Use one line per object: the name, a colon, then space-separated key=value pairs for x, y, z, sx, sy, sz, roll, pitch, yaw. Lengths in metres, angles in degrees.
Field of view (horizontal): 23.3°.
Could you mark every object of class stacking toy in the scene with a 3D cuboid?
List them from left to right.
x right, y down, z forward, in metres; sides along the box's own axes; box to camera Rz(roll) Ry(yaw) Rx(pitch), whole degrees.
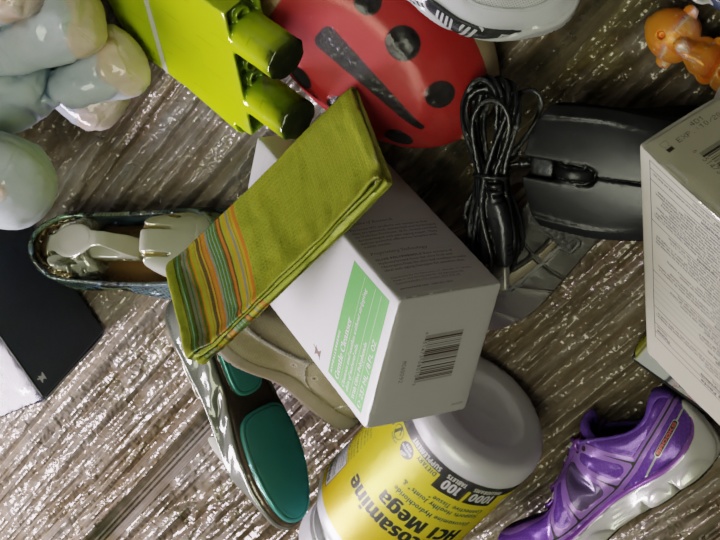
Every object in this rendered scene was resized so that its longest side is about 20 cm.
stacking toy: x=0.258 y=-0.099 z=1.066 sx=0.200 sy=0.110 sz=0.116 roll=36 pitch=124 yaw=14

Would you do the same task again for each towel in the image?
towel: x=-0.059 y=-0.028 z=1.149 sx=0.018 sy=0.086 sz=0.200 roll=17 pitch=131 yaw=-43

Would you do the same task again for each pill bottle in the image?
pill bottle: x=0.038 y=0.159 z=1.303 sx=0.112 sy=0.113 sz=0.200 roll=38 pitch=127 yaw=-2

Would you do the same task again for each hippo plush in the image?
hippo plush: x=-0.260 y=-0.120 z=1.204 sx=0.199 sy=0.161 sz=0.159 roll=23 pitch=157 yaw=6

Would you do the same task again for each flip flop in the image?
flip flop: x=0.118 y=-0.033 z=1.190 sx=0.081 sy=0.058 sz=0.200 roll=41 pitch=111 yaw=-14

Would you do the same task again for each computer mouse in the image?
computer mouse: x=0.164 y=-0.055 z=1.117 sx=0.198 sy=0.053 sz=0.139 roll=-1 pitch=106 yaw=3

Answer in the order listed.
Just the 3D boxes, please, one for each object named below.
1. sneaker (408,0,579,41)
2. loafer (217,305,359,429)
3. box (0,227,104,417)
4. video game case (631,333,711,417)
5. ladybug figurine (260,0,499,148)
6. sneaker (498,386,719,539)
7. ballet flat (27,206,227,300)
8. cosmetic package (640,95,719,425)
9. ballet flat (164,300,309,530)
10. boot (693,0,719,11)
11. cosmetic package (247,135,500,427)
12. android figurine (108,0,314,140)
sneaker: x=0.050 y=-0.205 z=1.054 sx=0.199 sy=0.076 sz=0.115 roll=22 pitch=168 yaw=-6
loafer: x=-0.049 y=0.044 z=1.277 sx=0.068 sy=0.076 sz=0.200 roll=-37 pitch=132 yaw=19
box: x=-0.341 y=0.024 z=1.394 sx=0.181 sy=0.104 sz=0.201 roll=-21 pitch=110 yaw=33
video game case: x=0.313 y=0.056 z=1.173 sx=0.200 sy=0.026 sz=0.181 roll=36 pitch=127 yaw=0
ladybug figurine: x=0.005 y=-0.153 z=1.151 sx=0.200 sy=0.072 sz=0.136 roll=40 pitch=127 yaw=-3
sneaker: x=0.173 y=0.151 z=1.277 sx=0.200 sy=0.081 sz=0.084 roll=-41 pitch=82 yaw=29
ballet flat: x=-0.164 y=-0.015 z=1.305 sx=0.199 sy=0.074 sz=0.075 roll=-5 pitch=118 yaw=25
cosmetic package: x=0.228 y=0.003 z=1.054 sx=0.105 sy=0.071 sz=0.201 roll=49 pitch=162 yaw=36
ballet flat: x=-0.096 y=0.105 z=1.342 sx=0.063 sy=0.067 sz=0.201 roll=-19 pitch=90 yaw=42
boot: x=0.201 y=-0.195 z=1.027 sx=0.199 sy=0.090 sz=0.073 roll=18 pitch=125 yaw=13
cosmetic package: x=0.000 y=0.000 z=1.174 sx=0.200 sy=0.084 sz=0.108 roll=47 pitch=135 yaw=43
android figurine: x=-0.111 y=-0.170 z=1.167 sx=0.200 sy=0.041 sz=0.183 roll=38 pitch=157 yaw=29
